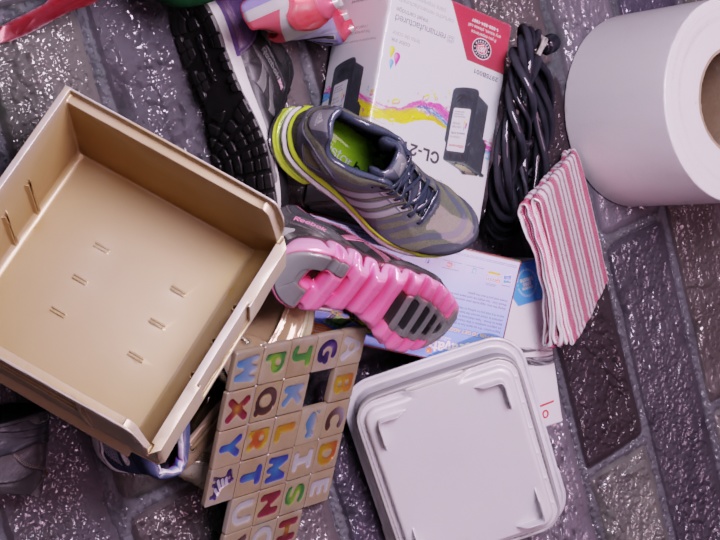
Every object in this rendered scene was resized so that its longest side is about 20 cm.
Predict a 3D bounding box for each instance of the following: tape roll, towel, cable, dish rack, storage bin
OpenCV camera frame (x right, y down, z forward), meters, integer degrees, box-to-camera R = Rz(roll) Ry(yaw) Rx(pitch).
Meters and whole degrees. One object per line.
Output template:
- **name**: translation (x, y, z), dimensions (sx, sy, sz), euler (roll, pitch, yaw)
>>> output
- **tape roll**: translation (0.325, -0.167, 1.489), dimensions (0.201, 0.139, 0.205), euler (-1, 92, -36)
- **towel**: translation (0.195, -0.025, 1.413), dimensions (0.200, 0.030, 0.148), euler (-44, 123, -63)
- **cable**: translation (0.153, -0.125, 1.369), dimensions (0.163, 0.050, 0.202), euler (-33, 133, -78)
- **dish rack**: translation (0.088, 0.172, 1.310), dimensions (0.170, 0.044, 0.201), euler (-18, 110, 2)
- **storage bin**: translation (-0.183, 0.008, 1.080), dimensions (0.198, 0.094, 0.201), euler (28, 68, 7)

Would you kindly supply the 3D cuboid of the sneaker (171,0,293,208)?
- **sneaker**: translation (-0.082, -0.142, 1.229), dimensions (0.087, 0.075, 0.202), euler (-25, 105, -40)

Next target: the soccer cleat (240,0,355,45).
- **soccer cleat**: translation (-0.051, -0.215, 1.207), dimensions (0.076, 0.200, 0.067), euler (-19, 93, 4)

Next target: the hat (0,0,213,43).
- **hat**: translation (-0.139, -0.215, 1.134), dimensions (0.165, 0.199, 0.177), euler (35, 69, -49)

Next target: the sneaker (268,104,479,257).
- **sneaker**: translation (0.021, -0.071, 1.197), dimensions (0.199, 0.081, 0.074), euler (29, 74, -25)

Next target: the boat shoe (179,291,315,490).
- **boat shoe**: translation (-0.100, 0.081, 1.215), dimensions (0.064, 0.071, 0.201), euler (33, 72, -33)

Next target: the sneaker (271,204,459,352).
- **sneaker**: translation (0.000, 0.000, 1.236), dimensions (0.199, 0.096, 0.079), euler (26, 114, -36)

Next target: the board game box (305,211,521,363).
- **board game box**: translation (0.036, 0.020, 1.294), dimensions (0.198, 0.019, 0.104), euler (13, 91, -13)

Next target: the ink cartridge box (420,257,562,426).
- **ink cartridge box**: translation (0.122, 0.097, 1.383), dimensions (0.115, 0.068, 0.202), euler (-15, 99, -35)

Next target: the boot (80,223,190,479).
- **boot**: translation (-0.172, 0.061, 1.148), dimensions (0.072, 0.090, 0.202), euler (-12, 97, -36)

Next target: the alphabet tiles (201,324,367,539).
- **alphabet tiles**: translation (-0.067, 0.148, 1.221), dimensions (0.167, 0.008, 0.202), euler (-9, 117, -52)

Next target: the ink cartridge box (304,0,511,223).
- **ink cartridge box**: translation (0.044, -0.139, 1.314), dimensions (0.145, 0.083, 0.202), euler (14, 82, -36)

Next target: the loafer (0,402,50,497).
- **loafer**: translation (-0.312, 0.152, 1.059), dimensions (0.199, 0.073, 0.073), euler (-12, 102, -35)
